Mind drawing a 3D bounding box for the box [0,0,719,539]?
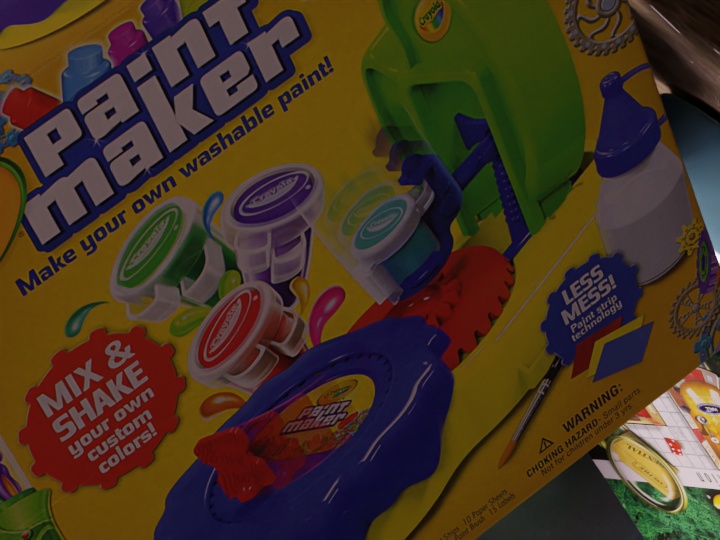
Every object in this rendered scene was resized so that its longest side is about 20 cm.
[{"bbox_3d":[-0.040,-0.018,0.653,0.122,0.200,0.193,38,160,48],"label":"box"}]

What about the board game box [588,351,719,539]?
[{"bbox_3d":[0.148,0.066,0.991,0.105,0.023,0.200,53,155,-20],"label":"board game box"}]

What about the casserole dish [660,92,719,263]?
[{"bbox_3d":[0.154,0.019,0.828,0.200,0.039,0.121,39,178,24],"label":"casserole dish"}]

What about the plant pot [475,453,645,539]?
[{"bbox_3d":[0.032,0.067,1.159,0.200,0.200,0.196,40,-166,22],"label":"plant pot"}]
